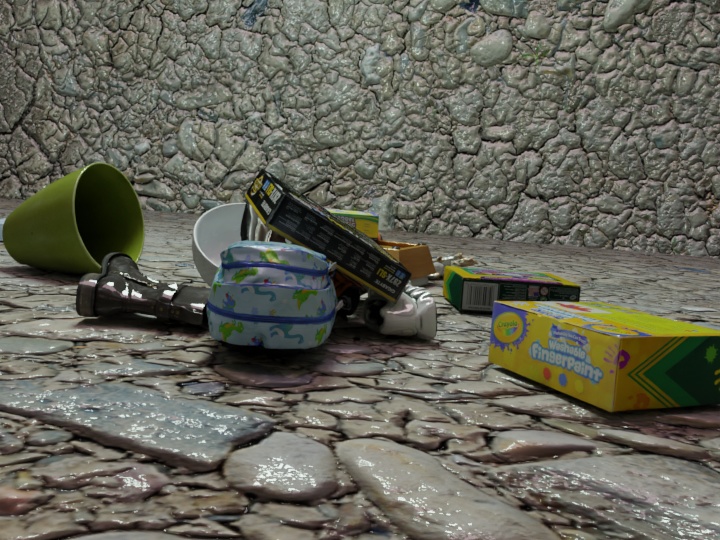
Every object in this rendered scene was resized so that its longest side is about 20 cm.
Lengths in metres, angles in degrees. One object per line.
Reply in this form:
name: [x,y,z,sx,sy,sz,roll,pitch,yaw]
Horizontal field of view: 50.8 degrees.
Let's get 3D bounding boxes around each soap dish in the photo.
soap dish: [0.045,-0.014,1.475,0.154,0.083,0.199,7,8,24]

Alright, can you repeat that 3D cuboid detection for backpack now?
backpack: [-0.098,0.030,0.830,0.159,0.157,0.201,11,19,-1]

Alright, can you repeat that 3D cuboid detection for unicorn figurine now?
unicorn figurine: [0.144,-0.011,1.619,0.197,0.076,0.136,17,-11,-31]

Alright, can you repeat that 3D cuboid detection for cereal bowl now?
cereal bowl: [-0.164,-0.013,1.169,0.195,0.085,0.202,12,35,-8]

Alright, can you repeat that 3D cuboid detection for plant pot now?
plant pot: [-0.509,-0.071,1.310,0.195,0.192,0.187,-10,2,19]

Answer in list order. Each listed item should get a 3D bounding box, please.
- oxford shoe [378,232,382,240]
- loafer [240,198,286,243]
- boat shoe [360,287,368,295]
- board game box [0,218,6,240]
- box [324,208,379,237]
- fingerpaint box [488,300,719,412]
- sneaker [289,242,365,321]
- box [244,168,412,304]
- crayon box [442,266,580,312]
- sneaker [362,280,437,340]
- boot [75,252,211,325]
oxford shoe: [-0.004,-0.052,1.666,0.072,0.073,0.198,5,-11,-34]
loafer: [-0.134,-0.039,1.081,0.069,0.074,0.202,10,39,-14]
boat shoe: [0.000,0.000,1.182,0.070,0.062,0.201,-24,-8,-10]
board game box: [-0.775,-0.095,1.815,0.194,0.042,0.200,3,6,-10]
box: [-0.065,-0.099,1.518,0.195,0.050,0.117,2,8,-6]
fingerpaint box: [0.257,0.084,0.795,0.163,0.075,0.199,2,6,-26]
sneaker: [-0.052,0.017,1.020,0.111,0.078,0.200,37,18,9]
box: [-0.044,-0.047,0.968,0.198,0.050,0.160,31,8,-25]
crayon box: [0.250,0.035,1.292,0.195,0.060,0.173,4,5,-3]
sneaker: [0.036,0.046,1.026,0.079,0.077,0.200,-7,9,-14]
boot: [-0.260,0.033,0.987,0.170,0.071,0.200,7,14,-3]
